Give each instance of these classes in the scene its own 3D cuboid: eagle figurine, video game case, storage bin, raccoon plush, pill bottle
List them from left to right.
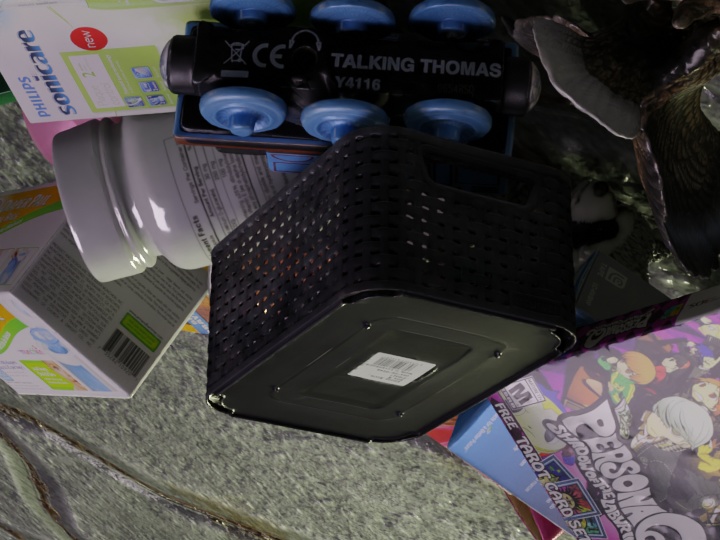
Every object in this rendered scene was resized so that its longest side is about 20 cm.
[{"bbox_3d":[-0.075,-0.067,1.295,0.199,0.114,0.113,-16,144,5],"label":"pill bottle"},{"bbox_3d":[0.013,0.014,1.161,0.135,0.094,0.200,13,154,-26],"label":"storage bin"},{"bbox_3d":[0.113,0.007,1.334,0.134,0.097,0.200,25,152,10],"label":"raccoon plush"},{"bbox_3d":[0.145,-0.094,1.049,0.150,0.152,0.200,14,153,-4],"label":"eagle figurine"},{"bbox_3d":[0.185,0.111,1.172,0.181,0.036,0.200,-19,110,40],"label":"video game case"}]

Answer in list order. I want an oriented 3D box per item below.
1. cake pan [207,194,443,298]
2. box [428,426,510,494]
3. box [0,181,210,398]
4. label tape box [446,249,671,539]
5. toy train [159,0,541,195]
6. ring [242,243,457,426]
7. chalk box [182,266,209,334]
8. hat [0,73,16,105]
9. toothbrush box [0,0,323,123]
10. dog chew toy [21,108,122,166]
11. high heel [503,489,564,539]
[{"bbox_3d":[0.000,0.000,1.415,0.199,0.037,0.201,-1,124,-1],"label":"cake pan"},{"bbox_3d":[0.123,0.077,1.469,0.100,0.096,0.200,36,158,-8],"label":"box"},{"bbox_3d":[-0.206,0.013,1.463,0.112,0.101,0.200,43,158,-21],"label":"box"},{"bbox_3d":[0.172,0.101,1.256,0.200,0.066,0.143,33,130,-6],"label":"label tape box"},{"bbox_3d":[-0.005,-0.093,1.148,0.199,0.087,0.114,3,160,3],"label":"toy train"},{"bbox_3d":[0.015,0.038,1.347,0.200,0.019,0.201,16,152,9],"label":"ring"},{"bbox_3d":[-0.122,-0.038,1.538,0.200,0.124,0.124,3,142,52],"label":"chalk box"},{"bbox_3d":[-0.301,-0.228,1.543,0.199,0.177,0.166,-8,148,3],"label":"hat"},{"bbox_3d":[-0.111,-0.164,1.207,0.199,0.086,0.146,-2,147,13],"label":"toothbrush box"},{"bbox_3d":[-0.148,-0.129,1.390,0.124,0.125,0.200,36,156,-6],"label":"dog chew toy"},{"bbox_3d":[0.083,0.118,1.609,0.200,0.096,0.067,34,159,1],"label":"high heel"}]
